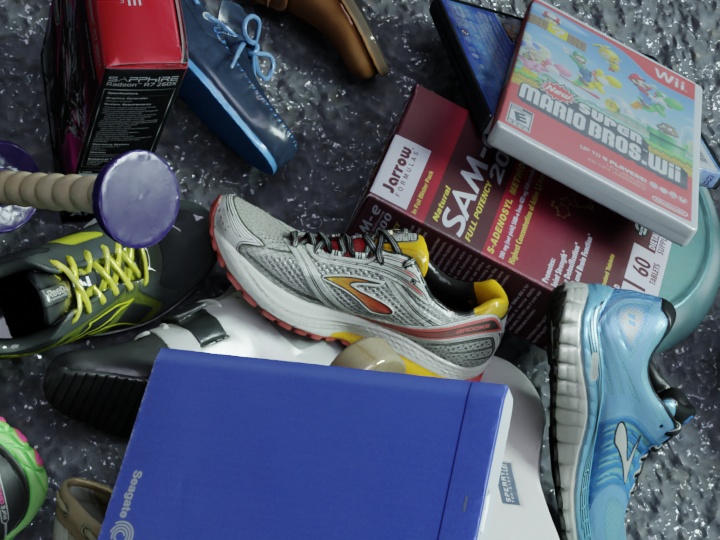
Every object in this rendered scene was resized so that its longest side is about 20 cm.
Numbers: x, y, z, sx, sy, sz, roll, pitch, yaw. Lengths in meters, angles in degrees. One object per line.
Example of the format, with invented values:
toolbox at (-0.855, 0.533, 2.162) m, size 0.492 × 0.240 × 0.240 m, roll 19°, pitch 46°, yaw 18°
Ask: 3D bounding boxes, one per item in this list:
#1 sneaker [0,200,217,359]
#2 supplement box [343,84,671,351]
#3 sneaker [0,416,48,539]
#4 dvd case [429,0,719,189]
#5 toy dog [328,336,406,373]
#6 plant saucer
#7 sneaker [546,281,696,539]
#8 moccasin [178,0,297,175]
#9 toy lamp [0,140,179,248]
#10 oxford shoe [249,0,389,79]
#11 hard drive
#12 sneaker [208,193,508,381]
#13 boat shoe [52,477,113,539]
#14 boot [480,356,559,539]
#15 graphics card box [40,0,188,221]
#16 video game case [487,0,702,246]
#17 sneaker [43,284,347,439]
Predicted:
sneaker at (-0.166, 0.013, 0.811) m, size 0.199 × 0.084 × 0.075 m, roll -24°, pitch 99°, yaw -20°
supplement box at (0.099, -0.025, 0.897) m, size 0.198 × 0.061 × 0.109 m, roll 26°, pitch 53°, yaw -3°
sneaker at (-0.269, 0.089, 0.759) m, size 0.199 × 0.077 × 0.084 m, roll 32°, pitch 58°, yaw -1°
dvd case at (0.151, -0.126, 0.968) m, size 0.198 × 0.018 × 0.143 m, roll 10°, pitch 40°, yaw -25°
toy dog at (0.004, 0.132, 0.797) m, size 0.096 × 0.200 × 0.133 m, roll 13°, pitch 45°, yaw -48°
plant saucer at (0.176, -0.036, 0.983) m, size 0.198 × 0.027 × 0.202 m, roll 7°, pitch 66°, yaw -16°
sneaker at (0.161, 0.105, 0.837) m, size 0.089 × 0.079 × 0.202 m, roll -2°, pitch 112°, yaw 4°
moccasin at (-0.101, -0.156, 0.911) m, size 0.068 × 0.081 × 0.200 m, roll -37°, pitch 84°, yaw -15°
toy lamp at (-0.180, -0.045, 0.786) m, size 0.058 × 0.199 × 0.059 m, roll -8°, pitch 102°, yaw -42°
oxford shoe at (-0.053, -0.206, 0.970) m, size 0.071 × 0.071 × 0.201 m, roll -39°, pitch 84°, yaw 2°
hard drive at (-0.031, 0.112, 0.707) m, size 0.198 × 0.025 × 0.133 m, roll 4°, pitch 62°, yaw 20°
sneaker at (0.000, 0.000, 0.838) m, size 0.199 × 0.083 × 0.078 m, roll 25°, pitch 25°, yaw -13°
boat shoe at (-0.082, 0.164, 0.740) m, size 0.199 × 0.064 × 0.073 m, roll 12°, pitch 21°, yaw 28°
boot at (0.074, 0.146, 0.853) m, size 0.072 × 0.091 × 0.201 m, roll 12°, pitch 36°, yaw -8°
graphics card box at (-0.151, -0.126, 0.817) m, size 0.050 × 0.200 × 0.127 m, roll -5°, pitch 70°, yaw -20°
video game case at (0.163, -0.106, 0.921) m, size 0.142 × 0.018 × 0.201 m, roll 27°, pitch 36°, yaw -4°
sneaker at (-0.097, 0.052, 0.836) m, size 0.198 × 0.074 × 0.089 m, roll 5°, pitch 59°, yaw -28°
